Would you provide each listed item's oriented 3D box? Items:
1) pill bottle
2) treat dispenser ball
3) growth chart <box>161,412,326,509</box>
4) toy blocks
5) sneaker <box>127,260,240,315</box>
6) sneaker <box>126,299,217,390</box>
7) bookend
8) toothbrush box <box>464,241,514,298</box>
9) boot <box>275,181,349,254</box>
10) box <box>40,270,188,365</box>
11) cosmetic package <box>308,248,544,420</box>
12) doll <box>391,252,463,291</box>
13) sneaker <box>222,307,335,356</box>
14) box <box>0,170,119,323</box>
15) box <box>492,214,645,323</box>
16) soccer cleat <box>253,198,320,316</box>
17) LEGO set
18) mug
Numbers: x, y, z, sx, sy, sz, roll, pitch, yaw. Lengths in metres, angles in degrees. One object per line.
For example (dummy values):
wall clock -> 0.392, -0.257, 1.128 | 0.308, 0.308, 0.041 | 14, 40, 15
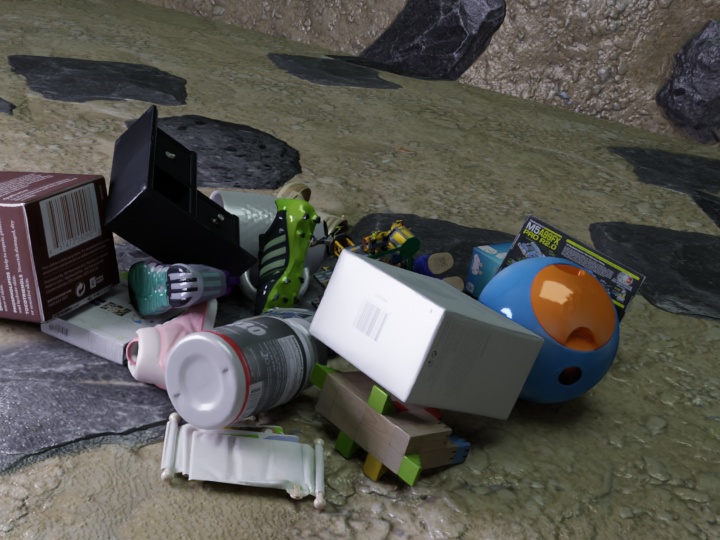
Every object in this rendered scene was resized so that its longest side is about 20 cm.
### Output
pill bottle -> -0.133, 0.118, 1.150 | 0.114, 0.114, 0.200 | 22, 16, 26
treat dispenser ball -> 0.253, 0.082, 1.291 | 0.200, 0.201, 0.201 | 8, 23, -3
growth chart -> -0.133, 0.212, 1.079 | 0.199, 0.018, 0.145 | 9, 23, -1
toy blocks -> 0.047, 0.180, 1.149 | 0.137, 0.100, 0.200 | 2, 23, -46
sneaker -> -0.244, 0.024, 1.271 | 0.087, 0.075, 0.200 | -3, 4, -37
sneaker -> -0.249, 0.088, 1.241 | 0.104, 0.076, 0.200 | 12, 27, -7
bookend -> -0.254, -0.100, 1.349 | 0.200, 0.092, 0.199 | 37, 28, -33
toothbrush box -> 0.298, 0.029, 1.571 | 0.146, 0.086, 0.200 | -8, 29, -37
boot -> -0.090, -0.097, 1.725 | 0.155, 0.073, 0.200 | 15, 26, 14
box -> -0.328, 0.060, 1.329 | 0.144, 0.036, 0.200 | 19, 27, 21
cosmetic package -> 0.081, 0.082, 1.176 | 0.200, 0.123, 0.199 | 15, 11, -43
doll -> 0.086, 0.012, 1.471 | 0.048, 0.137, 0.200 | -25, 3, -25
sneaker -> -0.117, 0.090, 1.313 | 0.200, 0.077, 0.085 | 1, 14, -37
box -> -0.467, -0.039, 1.288 | 0.199, 0.165, 0.166 | 5, 20, 24
box -> 0.304, 0.032, 1.425 | 0.200, 0.160, 0.044 | 29, -4, 8
soccer cleat -> -0.122, -0.010, 1.389 | 0.081, 0.201, 0.067 | 17, -3, 36
LEGO set -> 0.000, 0.000, 1.408 | 0.153, 0.200, 0.116 | -23, 44, -23
mug -> -0.147, -0.027, 1.483 | 0.175, 0.148, 0.200 | 4, 49, -23
